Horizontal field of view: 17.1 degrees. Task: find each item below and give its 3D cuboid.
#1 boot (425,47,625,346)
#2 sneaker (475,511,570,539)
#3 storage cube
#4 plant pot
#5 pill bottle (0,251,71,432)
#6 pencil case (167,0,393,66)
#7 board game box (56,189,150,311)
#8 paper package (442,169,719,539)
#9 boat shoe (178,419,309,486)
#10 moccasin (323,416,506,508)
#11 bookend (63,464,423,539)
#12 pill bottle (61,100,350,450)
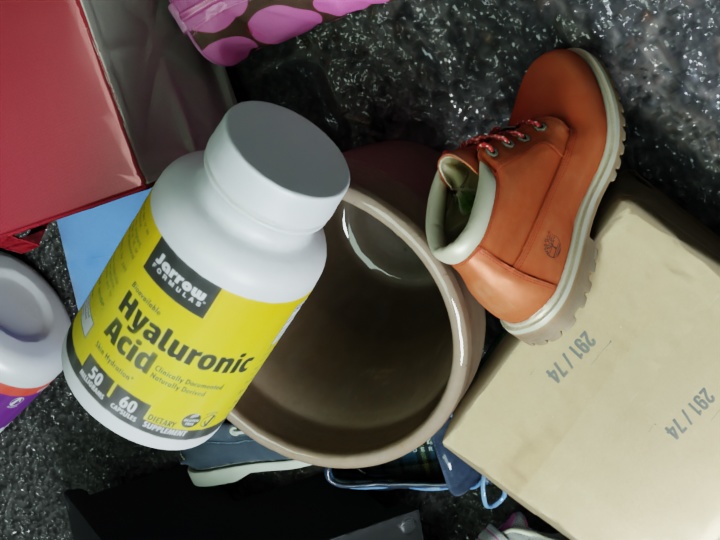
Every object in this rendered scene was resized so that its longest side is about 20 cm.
[{"bbox_3d":[0.096,-0.067,1.443,0.107,0.201,0.075,34,143,-30],"label":"boot"},{"bbox_3d":[0.094,0.212,1.626,0.199,0.081,0.089,-16,92,-11],"label":"sneaker"},{"bbox_3d":[-0.203,-0.122,1.543,0.179,0.171,0.201,-17,96,24],"label":"storage cube"},{"bbox_3d":[0.000,0.000,1.531,0.199,0.175,0.201,9,117,18],"label":"plant pot"},{"bbox_3d":[-0.303,0.082,1.734,0.112,0.112,0.200,45,123,-3],"label":"pill bottle"},{"bbox_3d":[-0.029,-0.190,1.502,0.199,0.094,0.091,-19,105,30],"label":"pencil case"},{"bbox_3d":[-0.127,-0.019,1.656,0.157,0.039,0.201,-8,101,25],"label":"board game box"},{"bbox_3d":[0.181,0.071,1.501,0.190,0.103,0.200,36,105,2],"label":"paper package"},{"bbox_3d":[-0.053,0.096,1.660,0.199,0.075,0.062,-17,110,41],"label":"boat shoe"},{"bbox_3d":[0.069,0.127,1.624,0.199,0.068,0.081,-14,108,27],"label":"moccasin"},{"bbox_3d":[-0.082,0.202,1.695,0.200,0.198,0.093,34,137,60],"label":"bookend"},{"bbox_3d":[-0.088,0.001,1.402,0.111,0.111,0.200,36,122,4],"label":"pill bottle"}]
